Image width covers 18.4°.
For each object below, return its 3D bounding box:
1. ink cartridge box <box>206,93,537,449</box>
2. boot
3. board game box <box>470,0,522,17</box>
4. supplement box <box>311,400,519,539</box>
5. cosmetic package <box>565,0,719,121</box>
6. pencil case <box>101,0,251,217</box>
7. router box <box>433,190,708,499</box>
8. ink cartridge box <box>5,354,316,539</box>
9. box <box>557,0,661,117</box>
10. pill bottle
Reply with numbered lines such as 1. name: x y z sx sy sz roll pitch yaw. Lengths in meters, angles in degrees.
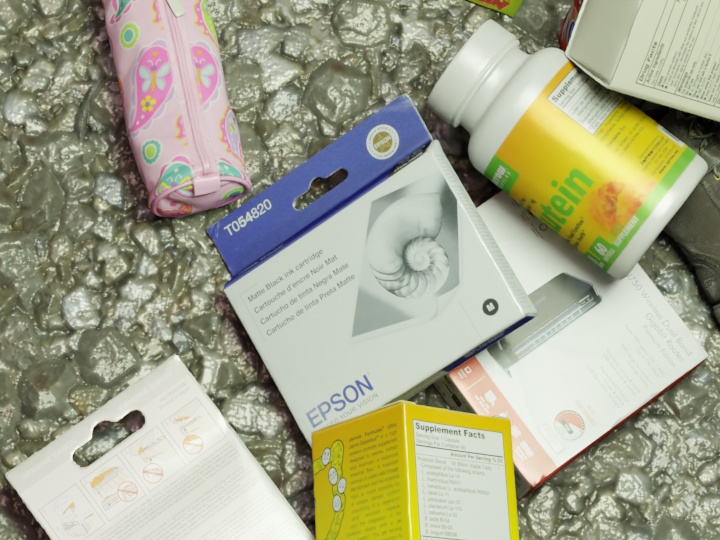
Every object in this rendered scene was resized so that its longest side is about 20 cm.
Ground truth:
1. ink cartridge box: 0.000 0.000 1.659 0.199 0.041 0.201 -34 77 15
2. boot: 0.288 -0.063 1.701 0.069 0.200 0.175 -27 81 -51
3. board game box: 0.112 -0.319 1.822 0.101 0.048 0.201 20 70 -2
4. supplement box: 0.041 0.207 1.589 0.108 0.109 0.202 12 67 -39
5. cosmetic package: 0.266 -0.168 1.643 0.199 0.087 0.104 15 106 -25
6. pencil case: -0.143 -0.143 1.709 0.087 0.087 0.202 -9 75 -11
7. router box: 0.135 0.042 1.707 0.179 0.049 0.200 -35 80 -17
8. ink cartridge box: -0.139 0.189 1.625 0.160 0.050 0.200 -35 76 -17
9. box: 0.269 -0.183 1.773 0.198 0.100 0.096 -9 73 -11
10. pill bottle: 0.151 -0.096 1.669 0.200 0.111 0.111 38 71 6
